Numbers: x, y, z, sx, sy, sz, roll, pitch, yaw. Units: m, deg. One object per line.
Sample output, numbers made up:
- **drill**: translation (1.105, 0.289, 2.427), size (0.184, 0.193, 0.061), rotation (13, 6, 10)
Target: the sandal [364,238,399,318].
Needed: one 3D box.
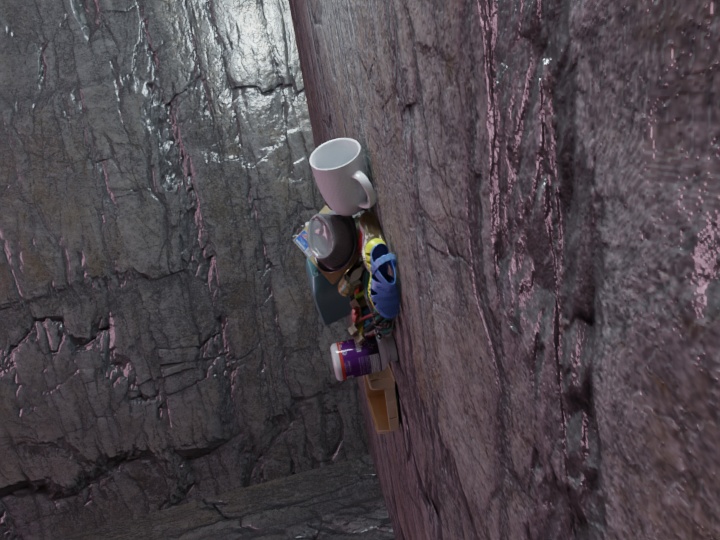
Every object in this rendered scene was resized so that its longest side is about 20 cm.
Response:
- **sandal**: translation (0.060, 0.027, 1.303), size (0.087, 0.078, 0.206), rotation (27, 133, 64)

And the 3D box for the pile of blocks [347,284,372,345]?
- **pile of blocks**: translation (0.004, 0.114, 1.570), size (0.062, 0.080, 0.206), rotation (52, -146, -61)

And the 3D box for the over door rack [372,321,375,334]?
- **over door rack**: translation (0.048, 0.173, 1.716), size (0.148, 0.065, 0.206), rotation (-114, 14, -67)

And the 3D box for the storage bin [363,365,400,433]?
- **storage bin**: translation (0.072, 0.430, 1.850), size (0.200, 0.091, 0.205), rotation (-112, 12, -60)

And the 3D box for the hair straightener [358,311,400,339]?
- **hair straightener**: translation (0.059, 0.148, 1.449), size (0.199, 0.040, 0.079), rotation (-32, 75, 57)

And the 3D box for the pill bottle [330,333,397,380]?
- **pill bottle**: translation (0.011, 0.260, 1.601), size (0.112, 0.194, 0.116), rotation (168, 90, -83)

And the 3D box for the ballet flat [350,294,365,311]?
- **ballet flat**: translation (-0.004, 0.078, 1.694), size (0.070, 0.066, 0.201), rotation (-62, 29, 22)

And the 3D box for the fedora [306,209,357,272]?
- **fedora**: translation (-0.097, -0.096, 1.511), size (0.089, 0.175, 0.205), rotation (18, -131, -50)

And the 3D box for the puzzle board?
- **puzzle board**: translation (-0.093, -0.078, 1.592), size (0.200, 0.151, 0.017), rotation (45, -179, 22)

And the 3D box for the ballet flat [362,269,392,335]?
- **ballet flat**: translation (0.050, 0.090, 1.547), size (0.074, 0.072, 0.206), rotation (123, 137, -81)

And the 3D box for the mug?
- **mug**: translation (-0.032, -0.238, 1.440), size (0.198, 0.147, 0.178), rotation (31, 151, 40)

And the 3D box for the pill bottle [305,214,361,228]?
- **pill bottle**: translation (-0.075, -0.120, 1.691), size (0.111, 0.194, 0.114), rotation (167, 90, -83)

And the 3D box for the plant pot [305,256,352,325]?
- **plant pot**: translation (-0.097, 0.031, 1.863), size (0.198, 0.192, 0.202), rotation (-114, 0, -47)

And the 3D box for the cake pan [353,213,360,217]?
- **cake pan**: translation (-0.024, -0.171, 1.879), size (0.200, 0.036, 0.207), rotation (168, 91, -84)

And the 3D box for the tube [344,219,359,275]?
- **tube**: translation (-0.017, -0.059, 1.643), size (0.058, 0.050, 0.206), rotation (-90, 8, -74)

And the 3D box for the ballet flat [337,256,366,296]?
- **ballet flat**: translation (0.000, 0.000, 1.571), size (0.201, 0.069, 0.072), rotation (-50, -37, -42)

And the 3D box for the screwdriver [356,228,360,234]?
- **screwdriver**: translation (0.011, -0.093, 1.561), size (0.029, 0.028, 0.200), rotation (55, -178, 11)

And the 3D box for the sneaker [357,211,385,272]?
- **sneaker**: translation (0.031, -0.049, 1.434), size (0.114, 0.069, 0.204), rotation (92, 173, -51)
